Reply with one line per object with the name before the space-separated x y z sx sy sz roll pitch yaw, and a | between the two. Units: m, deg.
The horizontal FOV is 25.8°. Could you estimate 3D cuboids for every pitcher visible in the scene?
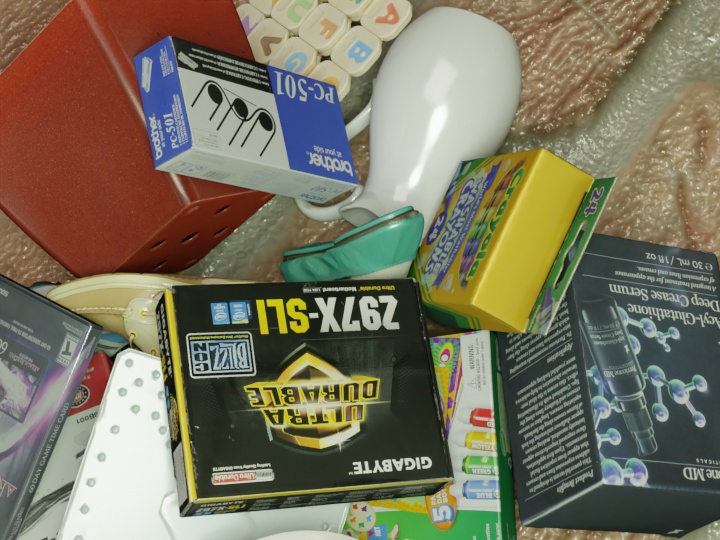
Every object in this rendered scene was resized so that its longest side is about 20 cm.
pitcher | 0.039 -0.121 1.335 0.171 0.121 0.201 17 81 30

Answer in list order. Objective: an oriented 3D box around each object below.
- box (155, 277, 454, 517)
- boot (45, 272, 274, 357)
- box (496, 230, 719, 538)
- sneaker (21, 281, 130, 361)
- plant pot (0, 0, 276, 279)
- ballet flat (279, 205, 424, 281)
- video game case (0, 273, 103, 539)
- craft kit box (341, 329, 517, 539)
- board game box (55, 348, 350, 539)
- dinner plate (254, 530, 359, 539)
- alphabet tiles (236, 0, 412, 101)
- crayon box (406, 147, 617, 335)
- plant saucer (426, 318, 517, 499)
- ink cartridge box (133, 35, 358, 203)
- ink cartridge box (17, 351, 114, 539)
box | -0.042 0.089 1.145 0.199 0.049 0.160 -1 67 -21
boot | -0.151 0.085 1.225 0.199 0.073 0.156 2 77 0
box | 0.195 0.086 1.176 0.148 0.107 0.201 8 62 -28
sneaker | -0.228 0.050 1.325 0.199 0.072 0.073 1 75 15
plant pot | -0.183 -0.098 1.295 0.200 0.200 0.177 -37 78 31
ballet flat | 0.000 0.000 1.258 0.067 0.200 0.071 -17 89 -30
video game case | -0.286 0.112 1.219 0.142 0.019 0.201 22 89 36
craft kit box | 0.018 0.157 1.213 0.197 0.048 0.201 -10 71 22
board game box | -0.114 0.181 1.160 0.199 0.026 0.201 19 83 -12
dinner plate | -0.055 0.274 1.127 0.200 0.201 0.024 -32 35 -5
alphabet tiles | -0.044 -0.223 1.395 0.200 0.015 0.196 -49 45 0
crayon box | 0.103 -0.022 1.171 0.051 0.200 0.126 28 82 -16
plant saucer | 0.067 0.103 1.270 0.199 0.029 0.201 -4 65 8
ink cartridge box | -0.087 -0.115 1.238 0.044 0.200 0.094 -24 70 33
ink cartridge box | -0.232 0.189 1.253 0.144 0.084 0.201 -22 64 0
